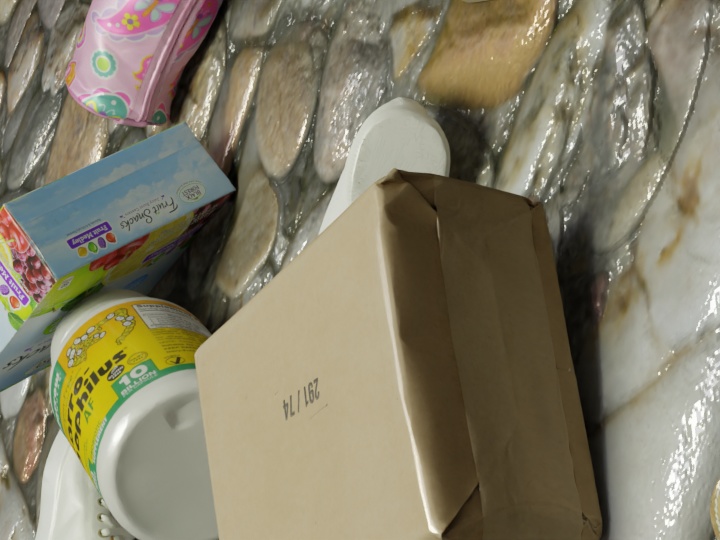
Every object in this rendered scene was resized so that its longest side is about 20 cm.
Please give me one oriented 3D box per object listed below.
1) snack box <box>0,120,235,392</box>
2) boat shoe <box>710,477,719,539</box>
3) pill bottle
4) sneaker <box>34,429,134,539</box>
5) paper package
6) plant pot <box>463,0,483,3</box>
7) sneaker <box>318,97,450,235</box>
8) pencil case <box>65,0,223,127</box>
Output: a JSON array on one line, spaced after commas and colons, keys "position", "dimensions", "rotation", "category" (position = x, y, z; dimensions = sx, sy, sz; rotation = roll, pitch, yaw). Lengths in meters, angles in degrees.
[{"position": [-0.198, 0.002, 1.668], "dimensions": [0.068, 0.169, 0.200], "rotation": [54, 138, 8], "category": "snack box"}, {"position": [0.173, 0.114, 0.925], "dimensions": [0.200, 0.076, 0.072], "rotation": [42, 115, 63], "category": "boat shoe"}, {"position": [-0.129, 0.082, 1.538], "dimensions": [0.113, 0.113, 0.200], "rotation": [-69, 25, 13], "category": "pill bottle"}, {"position": [-0.169, 0.175, 1.651], "dimensions": [0.085, 0.073, 0.200], "rotation": [2, 70, 34], "category": "sneaker"}, {"position": [0.014, 0.083, 1.222], "dimensions": [0.200, 0.103, 0.191], "rotation": [-41, 50, 49], "category": "paper package"}, {"position": [0.044, -0.265, 1.289], "dimensions": [0.200, 0.177, 0.200], "rotation": [4, 80, 66], "category": "plant pot"}, {"position": [0.000, 0.000, 1.384], "dimensions": [0.089, 0.075, 0.200], "rotation": [-105, 35, -75], "category": "sneaker"}, {"position": [-0.136, -0.197, 1.743], "dimensions": [0.200, 0.087, 0.087], "rotation": [-60, 29, 27], "category": "pencil case"}]
